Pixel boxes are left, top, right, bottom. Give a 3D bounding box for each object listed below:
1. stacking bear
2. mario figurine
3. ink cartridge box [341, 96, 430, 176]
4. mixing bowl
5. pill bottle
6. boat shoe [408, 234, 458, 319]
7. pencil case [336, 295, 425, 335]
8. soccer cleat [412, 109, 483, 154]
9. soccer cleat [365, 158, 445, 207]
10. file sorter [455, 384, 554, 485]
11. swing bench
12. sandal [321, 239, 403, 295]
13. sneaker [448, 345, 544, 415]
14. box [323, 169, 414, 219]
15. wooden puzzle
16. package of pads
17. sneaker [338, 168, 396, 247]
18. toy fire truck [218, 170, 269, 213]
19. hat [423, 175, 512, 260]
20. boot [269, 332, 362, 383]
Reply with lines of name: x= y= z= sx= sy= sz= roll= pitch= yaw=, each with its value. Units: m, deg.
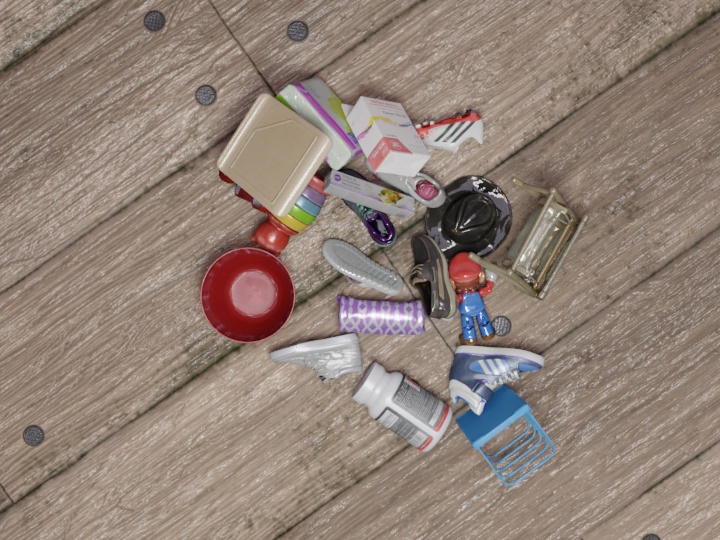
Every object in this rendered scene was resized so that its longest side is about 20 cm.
stacking bear: x=-0.154 y=-0.126 z=1.616 sx=0.121 sy=0.114 sz=0.200 roll=34 pitch=99 yaw=-19
mario figurine: x=0.242 y=0.055 z=1.652 sx=0.123 sy=0.106 sz=0.201 roll=-20 pitch=104 yaw=-38
ink cartridge box: x=0.050 y=-0.296 z=1.572 sx=0.068 sy=0.116 sz=0.200 roll=-51 pitch=53 yaw=38
mixing bowl: x=-0.236 y=0.052 z=1.616 sx=0.200 sy=0.108 sz=0.201 roll=0 pitch=90 yaw=0
pill bottle: x=0.089 y=0.292 z=1.619 sx=0.200 sy=0.116 sz=0.116 roll=35 pitch=90 yaw=-1
boat shoe: x=0.146 y=0.011 z=1.609 sx=0.073 sy=0.075 sz=0.200 roll=-7 pitch=65 yaw=-30
pencil case: x=0.047 y=0.096 z=1.636 sx=0.199 sy=0.084 sz=0.086 roll=3 pitch=53 yaw=-3
soccer cleat: x=0.174 y=-0.292 z=1.640 sx=0.200 sy=0.069 sz=0.085 roll=-15 pitch=105 yaw=1
soccer cleat: x=0.099 y=-0.206 z=1.621 sx=0.200 sy=0.086 sz=0.070 roll=31 pitch=90 yaw=7
file sorter: x=0.307 y=0.347 z=1.582 sx=0.139 sy=0.200 sz=0.123 roll=-37 pitch=93 yaw=0
swing bench: x=0.369 y=-0.059 z=1.573 sx=0.200 sy=0.130 sz=0.199 roll=28 pitch=90 yaw=-39
sandal: x=-0.003 y=0.005 z=1.645 sx=0.202 sy=0.083 sz=0.050 roll=31 pitch=133 yaw=-3
sneaker: x=0.290 y=0.244 z=1.613 sx=0.200 sy=0.081 sz=0.147 roll=4 pitch=72 yaw=18
box: x=0.020 y=-0.159 z=1.577 sx=0.200 sy=0.041 sz=0.039 roll=16 pitch=63 yaw=-21
wooden puzzle: x=-0.171 y=-0.230 z=1.488 sx=0.200 sy=0.037 sz=0.185 roll=38 pitch=99 yaw=23
package of pads: x=-0.073 y=-0.317 z=1.592 sx=0.068 sy=0.155 sz=0.200 roll=-40 pitch=92 yaw=29
sneaker: x=0.016 y=-0.142 z=1.627 sx=0.074 sy=0.088 sz=0.200 roll=-37 pitch=91 yaw=0
toy fire truck: x=-0.195 y=-0.228 z=1.569 sx=0.112 sy=0.168 sz=0.200 roll=25 pitch=91 yaw=-40
hat: x=0.241 y=-0.111 z=1.634 sx=0.200 sy=0.081 sz=0.201 roll=0 pitch=92 yaw=-1
boot: x=-0.094 y=0.202 z=1.635 sx=0.199 sy=0.074 sz=0.096 roll=-11 pitch=84 yaw=-2
